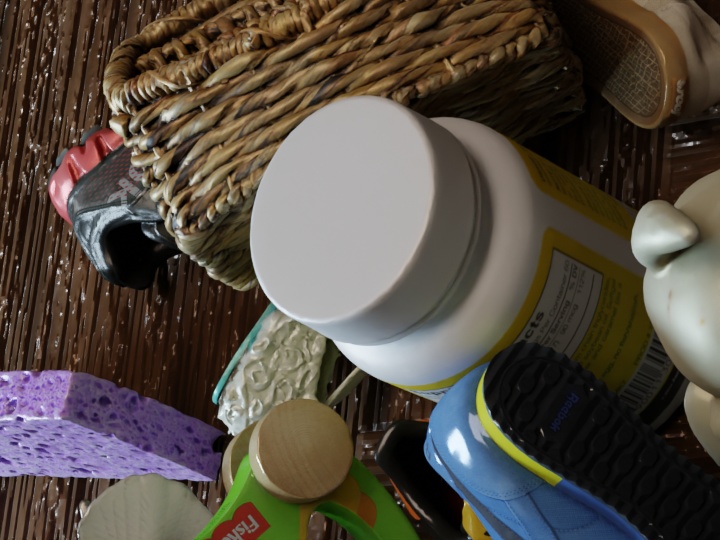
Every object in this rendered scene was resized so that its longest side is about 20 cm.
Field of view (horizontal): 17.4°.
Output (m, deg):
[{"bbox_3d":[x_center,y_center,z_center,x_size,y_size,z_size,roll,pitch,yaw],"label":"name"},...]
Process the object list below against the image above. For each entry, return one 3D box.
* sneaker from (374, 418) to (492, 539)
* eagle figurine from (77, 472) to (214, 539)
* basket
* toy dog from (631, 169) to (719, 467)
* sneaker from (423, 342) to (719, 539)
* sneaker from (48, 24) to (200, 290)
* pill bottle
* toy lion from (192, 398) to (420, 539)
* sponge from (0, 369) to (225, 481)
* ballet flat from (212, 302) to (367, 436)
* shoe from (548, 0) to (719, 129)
[{"bbox_3d":[0.084,0.121,0.996,0.200,0.090,0.070,30,93,43],"label":"sneaker"},{"bbox_3d":[-0.099,0.214,1.099,0.151,0.151,0.201,-34,42,13],"label":"eagle figurine"},{"bbox_3d":[-0.019,-0.107,1.057,0.199,0.143,0.150,-27,74,7],"label":"basket"},{"bbox_3d":[0.214,0.020,0.864,0.199,0.194,0.140,20,74,50],"label":"toy dog"},{"bbox_3d":[0.109,0.116,0.934,0.200,0.066,0.079,42,138,4],"label":"sneaker"},{"bbox_3d":[-0.080,-0.063,1.227,0.200,0.071,0.098,-39,51,25],"label":"sneaker"},{"bbox_3d":[0.052,0.003,0.995,0.114,0.199,0.115,-16,64,35],"label":"pill bottle"},{"bbox_3d":[-0.040,0.187,1.044,0.200,0.192,0.069,-41,1,-25],"label":"toy lion"},{"bbox_3d":[-0.179,0.082,1.225,0.199,0.111,0.030,-3,69,40],"label":"sponge"},{"bbox_3d":[0.000,0.000,1.145,0.072,0.072,0.201,27,89,44],"label":"ballet flat"},{"bbox_3d":[0.110,-0.129,1.108,0.200,0.053,0.070,49,149,44],"label":"shoe"}]
